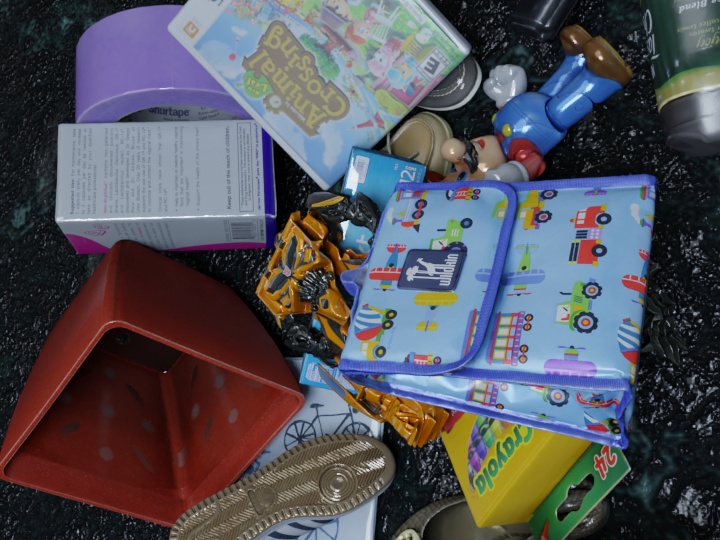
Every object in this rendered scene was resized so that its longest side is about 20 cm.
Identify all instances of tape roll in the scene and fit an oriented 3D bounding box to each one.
[{"bbox_3d":[-0.177,-0.172,0.930,0.199,0.200,0.086,-13,72,31],"label":"tape roll"}]

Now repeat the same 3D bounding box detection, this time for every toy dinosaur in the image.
[{"bbox_3d":[0.158,0.041,0.728,0.135,0.102,0.201,-13,94,48],"label":"toy dinosaur"}]

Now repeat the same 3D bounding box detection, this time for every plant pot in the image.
[{"bbox_3d":[-0.199,0.091,0.885,0.200,0.199,0.177,-49,35,22],"label":"plant pot"}]

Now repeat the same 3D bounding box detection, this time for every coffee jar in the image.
[{"bbox_3d":[0.248,-0.185,0.683,0.085,0.104,0.201,-10,87,13],"label":"coffee jar"}]

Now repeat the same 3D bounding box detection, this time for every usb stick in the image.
[{"bbox_3d":[0.189,-0.276,0.766,0.201,0.033,0.055,-57,28,6],"label":"usb stick"}]

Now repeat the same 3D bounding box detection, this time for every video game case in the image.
[{"bbox_3d":[-0.038,-0.196,0.799,0.200,0.022,0.182,45,117,-8],"label":"video game case"}]

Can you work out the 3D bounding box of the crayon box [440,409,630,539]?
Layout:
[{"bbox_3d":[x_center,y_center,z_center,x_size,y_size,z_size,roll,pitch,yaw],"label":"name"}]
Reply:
[{"bbox_3d":[0.108,0.096,0.700,0.127,0.051,0.201,-64,35,39],"label":"crayon box"}]

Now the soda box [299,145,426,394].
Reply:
[{"bbox_3d":[0.000,0.000,0.802,0.064,0.068,0.201,13,99,-4],"label":"soda box"}]

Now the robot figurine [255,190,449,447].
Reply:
[{"bbox_3d":[-0.001,0.030,0.714,0.200,0.058,0.145,39,117,24],"label":"robot figurine"}]

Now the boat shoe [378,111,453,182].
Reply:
[{"bbox_3d":[0.018,-0.054,0.855,0.073,0.063,0.201,30,97,35],"label":"boat shoe"}]

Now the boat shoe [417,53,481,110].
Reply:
[{"bbox_3d":[0.032,-0.202,0.856,0.067,0.057,0.200,-57,42,12],"label":"boat shoe"}]

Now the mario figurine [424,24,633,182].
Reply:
[{"bbox_3d":[0.119,-0.115,0.769,0.106,0.123,0.200,44,101,11],"label":"mario figurine"}]

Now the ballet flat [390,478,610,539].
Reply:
[{"bbox_3d":[0.101,0.206,0.753,0.199,0.046,0.068,-23,67,28],"label":"ballet flat"}]

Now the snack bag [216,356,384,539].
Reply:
[{"bbox_3d":[-0.058,0.174,0.884,0.188,0.021,0.201,-3,75,33],"label":"snack bag"}]

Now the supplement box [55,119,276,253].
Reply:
[{"bbox_3d":[-0.182,-0.079,0.914,0.199,0.101,0.104,-3,74,-6],"label":"supplement box"}]

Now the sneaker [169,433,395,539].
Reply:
[{"bbox_3d":[-0.061,0.213,0.829,0.199,0.109,0.070,-23,58,-8],"label":"sneaker"}]

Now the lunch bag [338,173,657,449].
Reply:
[{"bbox_3d":[0.084,0.017,0.624,0.199,0.094,0.151,6,61,18],"label":"lunch bag"}]
